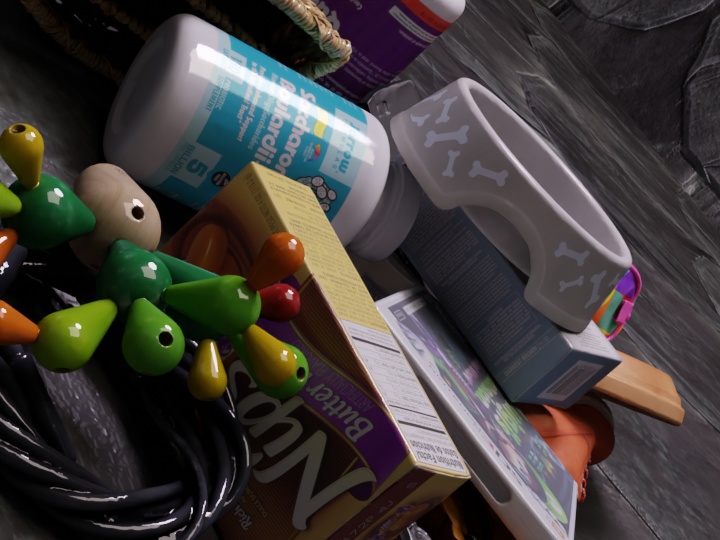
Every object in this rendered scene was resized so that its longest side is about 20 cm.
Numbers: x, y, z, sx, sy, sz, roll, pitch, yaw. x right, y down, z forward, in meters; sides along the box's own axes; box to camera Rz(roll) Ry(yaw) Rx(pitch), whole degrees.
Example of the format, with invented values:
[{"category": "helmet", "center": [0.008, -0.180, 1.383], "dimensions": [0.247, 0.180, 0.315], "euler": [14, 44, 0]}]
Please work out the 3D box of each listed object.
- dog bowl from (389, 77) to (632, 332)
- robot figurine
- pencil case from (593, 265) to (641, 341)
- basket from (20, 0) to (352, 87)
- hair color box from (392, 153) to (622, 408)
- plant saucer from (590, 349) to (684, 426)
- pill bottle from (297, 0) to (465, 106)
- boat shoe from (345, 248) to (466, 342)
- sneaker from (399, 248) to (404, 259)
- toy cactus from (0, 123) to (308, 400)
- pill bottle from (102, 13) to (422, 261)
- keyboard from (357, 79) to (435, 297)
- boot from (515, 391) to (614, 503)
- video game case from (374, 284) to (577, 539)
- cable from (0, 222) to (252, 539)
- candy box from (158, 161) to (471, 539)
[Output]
[{"category": "dog bowl", "center": [0.110, -0.052, 0.927], "dimensions": [0.200, 0.059, 0.200], "euler": [43, 16, -16]}, {"category": "robot figurine", "center": [0.054, 0.156, 0.799], "dimensions": [0.145, 0.058, 0.200], "euler": [41, 20, -21]}, {"category": "pencil case", "center": [0.168, 0.005, 1.200], "dimensions": [0.088, 0.088, 0.200], "euler": [39, -3, -26]}, {"category": "basket", "center": [-0.134, -0.179, 0.892], "dimensions": [0.200, 0.143, 0.149], "euler": [33, 18, -47]}, {"category": "hair color box", "center": [0.095, 0.004, 0.973], "dimensions": [0.099, 0.061, 0.200], "euler": [16, 35, -58]}, {"category": "plant saucer", "center": [0.174, 0.074, 1.096], "dimensions": [0.200, 0.037, 0.200], "euler": [23, -3, 1]}, {"category": "pill bottle", "center": [-0.018, -0.190, 1.089], "dimensions": [0.112, 0.200, 0.112], "euler": [42, 20, -19]}, {"category": "boat shoe", "center": [0.000, 0.000, 0.980], "dimensions": [0.200, 0.072, 0.069], "euler": [40, -5, 0]}, {"category": "sneaker", "center": [0.021, -0.088, 1.171], "dimensions": [0.090, 0.075, 0.200], "euler": [46, 18, -23]}, {"category": "toy cactus", "center": [-0.108, -0.012, 0.615], "dimensions": [0.200, 0.102, 0.165], "euler": [20, 19, -28]}, {"category": "pill bottle", "center": [-0.058, -0.077, 0.876], "dimensions": [0.200, 0.111, 0.111], "euler": [25, 28, -26]}, {"category": "keyboard", "center": [0.033, -0.049, 1.078], "dimensions": [0.104, 0.040, 0.200], "euler": [-25, 99, -51]}, {"category": "boot", "center": [0.145, 0.144, 1.019], "dimensions": [0.200, 0.075, 0.107], "euler": [18, 45, -51]}, {"category": "video game case", "center": [0.073, 0.089, 0.840], "dimensions": [0.182, 0.023, 0.200], "euler": [52, 9, 4]}, {"category": "cable", "center": [-0.130, 0.046, 0.623], "dimensions": [0.163, 0.051, 0.200], "euler": [23, 32, -51]}, {"category": "candy box", "center": [-0.041, 0.057, 0.694], "dimensions": [0.056, 0.117, 0.200], "euler": [22, 33, -52]}]
